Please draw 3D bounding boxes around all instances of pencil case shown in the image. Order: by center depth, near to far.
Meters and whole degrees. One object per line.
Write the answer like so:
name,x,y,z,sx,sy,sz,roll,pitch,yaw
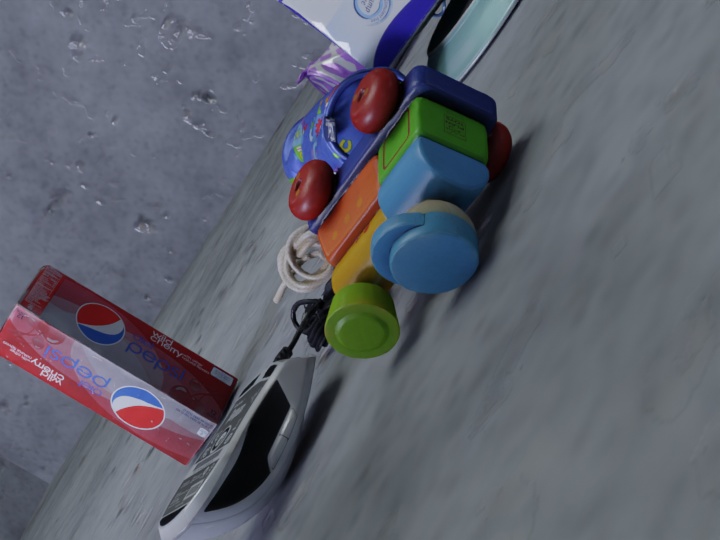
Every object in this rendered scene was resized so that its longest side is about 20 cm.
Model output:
pencil case,-0.009,-0.100,1.036,0.200,0.078,0.087,164,120,-76
pencil case,0.018,-0.266,1.408,0.201,0.085,0.084,-61,8,-11

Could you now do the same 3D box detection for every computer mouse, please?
computer mouse,-0.049,0.086,0.774,0.200,0.044,0.110,-58,12,-30

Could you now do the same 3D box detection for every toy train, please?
toy train,0.000,0.000,0.692,0.200,0.084,0.116,-51,25,39

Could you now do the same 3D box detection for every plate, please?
plate,0.097,-0.217,1.012,0.201,0.025,0.200,-56,10,14

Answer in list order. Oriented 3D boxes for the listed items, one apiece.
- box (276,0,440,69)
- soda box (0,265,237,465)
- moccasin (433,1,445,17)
box,0.047,-0.274,1.035,0.184,0.105,0.200,-52,4,27
soda box,-0.212,0.082,1.145,0.070,0.199,0.064,-51,11,38
moccasin,0.077,-0.300,1.264,0.080,0.068,0.201,-33,28,53
